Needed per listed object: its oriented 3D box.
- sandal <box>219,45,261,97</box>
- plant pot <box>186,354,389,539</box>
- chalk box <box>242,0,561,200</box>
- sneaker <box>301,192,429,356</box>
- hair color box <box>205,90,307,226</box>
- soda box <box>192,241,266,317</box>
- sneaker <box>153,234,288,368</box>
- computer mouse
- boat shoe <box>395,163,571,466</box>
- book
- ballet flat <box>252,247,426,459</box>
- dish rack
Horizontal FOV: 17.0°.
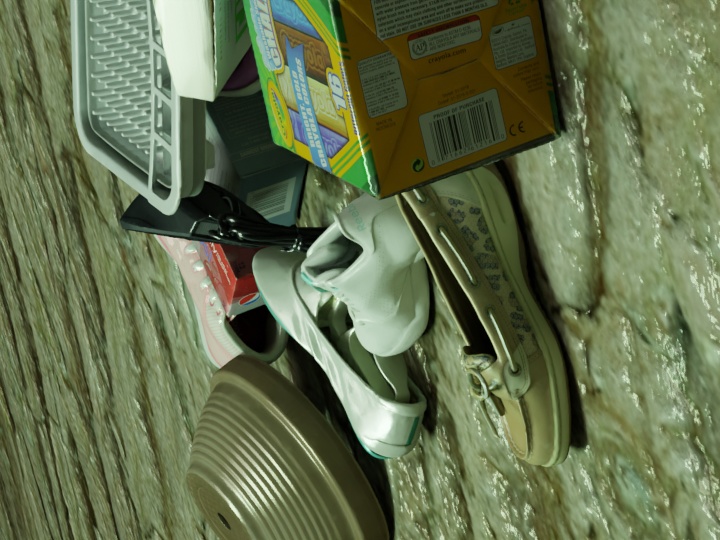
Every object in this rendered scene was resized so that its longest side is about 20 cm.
[{"bbox_3d":[-0.118,-0.164,1.756,0.202,0.050,0.083,-10,85,49],"label":"sandal"},{"bbox_3d":[-0.074,0.174,1.927,0.201,0.093,0.201,44,157,24],"label":"plant pot"},{"bbox_3d":[0.010,-0.136,1.396,0.200,0.124,0.124,32,138,61],"label":"chalk box"},{"bbox_3d":[0.000,0.000,1.620,0.075,0.088,0.200,60,160,26],"label":"sneaker"},{"bbox_3d":[-0.111,-0.132,1.859,0.200,0.060,0.099,62,159,24],"label":"hair color box"},{"bbox_3d":[-0.114,-0.069,1.926,0.200,0.063,0.070,63,160,21],"label":"soda box"},{"bbox_3d":[-0.112,-0.010,1.969,0.105,0.075,0.201,2,113,69],"label":"sneaker"},{"bbox_3d":[-0.081,-0.039,1.757,0.200,0.140,0.046,8,89,60],"label":"computer mouse"},{"bbox_3d":[0.075,0.029,1.470,0.073,0.062,0.201,-7,102,71],"label":"boat shoe"},{"bbox_3d":[-0.071,-0.216,1.483,0.048,0.200,0.134,11,134,16],"label":"book"},{"bbox_3d":[-0.008,0.044,1.750,0.200,0.069,0.070,57,158,27],"label":"ballet flat"},{"bbox_3d":[-0.155,-0.147,1.736,0.200,0.043,0.172,34,130,55],"label":"dish rack"}]
